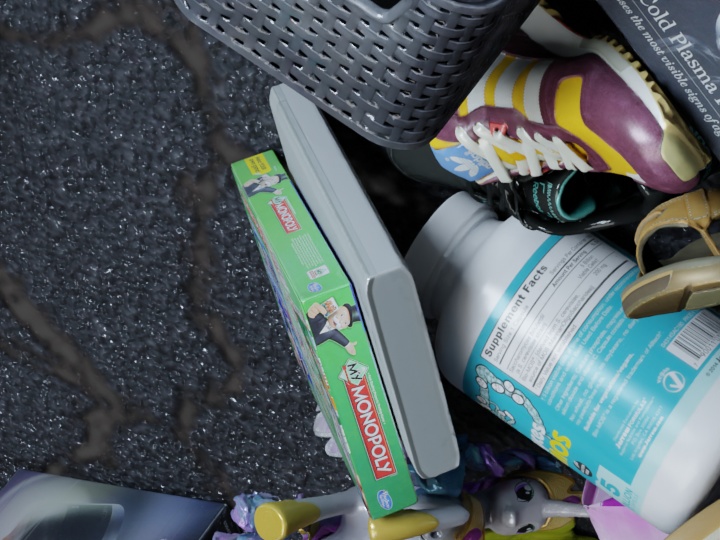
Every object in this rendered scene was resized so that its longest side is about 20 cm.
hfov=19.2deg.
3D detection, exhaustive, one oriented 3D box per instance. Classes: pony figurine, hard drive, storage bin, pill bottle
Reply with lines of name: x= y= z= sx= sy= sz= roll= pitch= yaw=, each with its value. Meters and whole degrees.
pony figurine: x=0.013 y=0.144 z=1.217 sx=0.192 sy=0.199 sz=0.168 roll=3 pitch=101 yaw=43
hard drive: x=0.000 y=0.000 z=1.130 sx=0.026 sy=0.200 sz=0.133 roll=-19 pitch=126 yaw=-5
storage bin: x=0.025 y=-0.166 z=0.922 sx=0.135 sy=0.200 sz=0.094 roll=33 pitch=139 yaw=4
pill bottle: x=0.116 y=0.040 z=1.110 sx=0.199 sy=0.111 sz=0.111 roll=35 pitch=141 yaw=18

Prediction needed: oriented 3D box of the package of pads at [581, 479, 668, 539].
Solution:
package of pads: x=0.216 y=0.183 z=1.208 sx=0.120 sy=0.076 sz=0.201 roll=-5 pitch=124 yaw=37

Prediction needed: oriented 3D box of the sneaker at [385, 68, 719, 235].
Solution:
sneaker: x=0.087 y=-0.061 z=1.071 sx=0.199 sy=0.079 sz=0.076 roll=0 pitch=128 yaw=38

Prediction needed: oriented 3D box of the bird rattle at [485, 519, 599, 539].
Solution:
bird rattle: x=0.088 y=0.236 z=1.340 sx=0.162 sy=0.113 sz=0.200 roll=32 pitch=146 yaw=-19

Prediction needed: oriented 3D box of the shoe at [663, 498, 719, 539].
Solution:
shoe: x=0.215 y=0.135 z=1.073 sx=0.054 sy=0.199 sz=0.070 roll=59 pitch=164 yaw=22

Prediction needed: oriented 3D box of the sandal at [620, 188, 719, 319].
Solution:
sandal: x=0.163 y=-0.012 z=0.997 sx=0.080 sy=0.200 sz=0.054 roll=-12 pitch=93 yaw=15

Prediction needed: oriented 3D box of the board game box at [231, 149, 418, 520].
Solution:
board game box: x=-0.022 y=0.030 z=1.163 sx=0.029 sy=0.200 sz=0.135 roll=-19 pitch=116 yaw=-5

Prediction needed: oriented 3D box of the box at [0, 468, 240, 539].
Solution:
box: x=-0.202 y=0.257 z=1.487 sx=0.197 sy=0.200 sz=0.124 roll=4 pitch=131 yaw=33

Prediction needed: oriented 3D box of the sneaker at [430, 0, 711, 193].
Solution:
sneaker: x=0.084 y=-0.067 z=0.991 sx=0.075 sy=0.090 sz=0.200 roll=47 pitch=179 yaw=-33

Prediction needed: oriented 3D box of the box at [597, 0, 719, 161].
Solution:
box: x=0.225 y=-0.117 z=0.898 sx=0.182 sy=0.104 sz=0.200 roll=-25 pitch=111 yaw=46
